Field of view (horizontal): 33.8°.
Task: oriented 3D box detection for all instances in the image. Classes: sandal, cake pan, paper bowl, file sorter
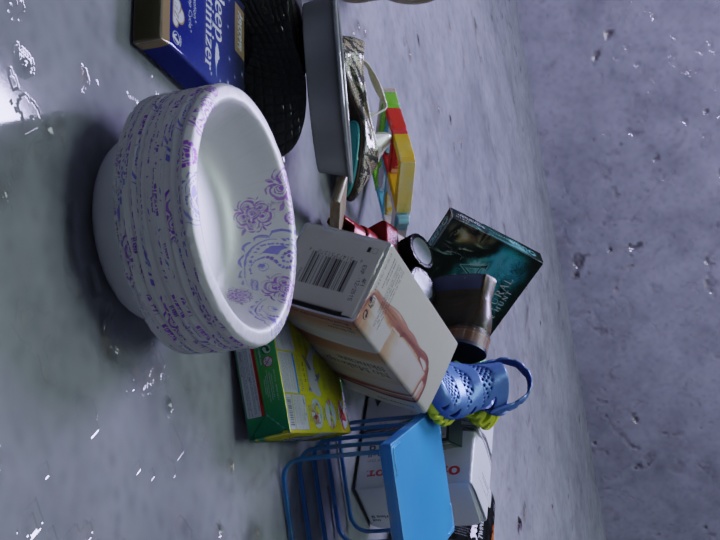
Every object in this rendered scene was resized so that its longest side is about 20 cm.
[{"bbox_3d":[0.126,0.125,1.312,0.200,0.087,0.080,12,52,-59],"label":"sandal"},{"bbox_3d":[-0.033,-0.189,1.227,0.200,0.036,0.202,-5,90,-89],"label":"cake pan"},{"bbox_3d":[-0.130,-0.036,0.907,0.201,0.104,0.202,-6,90,-73],"label":"paper bowl"},{"bbox_3d":[0.012,0.233,1.233,0.200,0.122,0.140,-14,96,-73],"label":"file sorter"}]

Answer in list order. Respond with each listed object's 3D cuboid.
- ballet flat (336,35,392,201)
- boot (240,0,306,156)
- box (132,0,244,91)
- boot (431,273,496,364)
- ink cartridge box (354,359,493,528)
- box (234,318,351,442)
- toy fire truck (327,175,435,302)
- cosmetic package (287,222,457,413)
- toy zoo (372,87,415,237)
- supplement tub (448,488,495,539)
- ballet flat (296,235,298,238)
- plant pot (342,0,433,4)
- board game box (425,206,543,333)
[{"bbox_3d":[0.001,-0.187,1.435,0.068,0.075,0.201,-9,-91,62],"label":"ballet flat"},{"bbox_3d":[-0.078,-0.209,1.224,0.132,0.069,0.202,9,82,-82],"label":"boot"},{"bbox_3d":[-0.143,-0.215,1.065,0.200,0.032,0.122,43,42,-66],"label":"box"},{"bbox_3d":[0.088,0.063,1.424,0.075,0.199,0.097,34,62,-33],"label":"boot"},{"bbox_3d":[0.082,0.203,1.436,0.201,0.145,0.084,-81,157,-43],"label":"ink cartridge box"},{"bbox_3d":[-0.061,0.107,1.161,0.200,0.048,0.118,21,56,-69],"label":"box"},{"bbox_3d":[0.000,0.000,1.339,0.200,0.128,0.177,34,42,-36],"label":"toy fire truck"},{"bbox_3d":[0.007,0.049,1.142,0.088,0.103,0.200,-64,146,-19],"label":"cosmetic package"},{"bbox_3d":[0.042,-0.121,1.483,0.201,0.020,0.132,-102,-166,-50],"label":"toy zoo"},{"bbox_3d":[0.109,0.340,1.511,0.201,0.122,0.123,-80,156,-43],"label":"supplement tub"},{"bbox_3d":[-0.052,0.012,1.202,0.200,0.069,0.070,41,44,-56],"label":"ballet flat"},{"bbox_3d":[0.025,-0.413,1.467,0.183,0.199,0.202,-43,125,-56],"label":"plant pot"},{"bbox_3d":[0.116,0.033,1.472,0.201,0.135,0.028,-58,-163,24],"label":"board game box"}]
